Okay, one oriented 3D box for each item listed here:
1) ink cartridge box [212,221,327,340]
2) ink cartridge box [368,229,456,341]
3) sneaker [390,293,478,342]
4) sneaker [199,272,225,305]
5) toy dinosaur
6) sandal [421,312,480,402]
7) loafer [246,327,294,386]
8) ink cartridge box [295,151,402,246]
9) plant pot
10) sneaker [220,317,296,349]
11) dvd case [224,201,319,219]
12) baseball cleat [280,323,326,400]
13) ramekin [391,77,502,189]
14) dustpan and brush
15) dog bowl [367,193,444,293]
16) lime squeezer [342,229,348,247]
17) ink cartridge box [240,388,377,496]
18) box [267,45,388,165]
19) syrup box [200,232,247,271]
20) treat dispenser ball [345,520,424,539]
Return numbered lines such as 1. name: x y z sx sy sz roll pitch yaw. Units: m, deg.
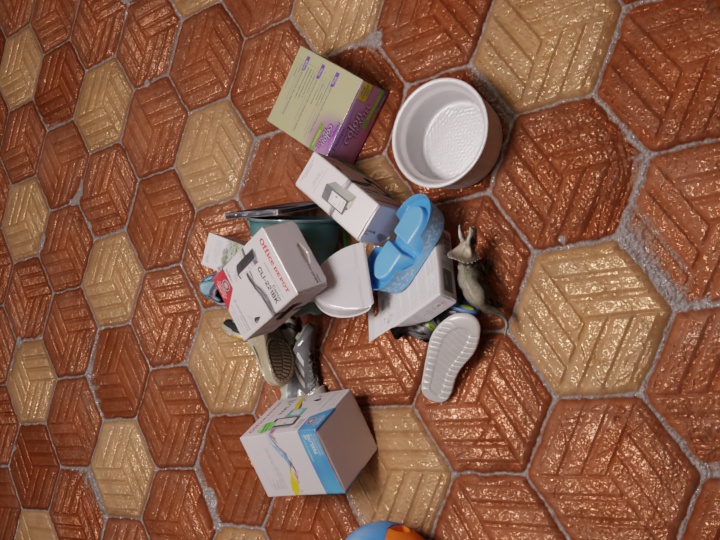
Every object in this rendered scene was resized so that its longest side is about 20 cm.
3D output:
1. ink cartridge box: -0.175 0.021 1.357 0.200 0.084 0.145 -39 75 39
2. ink cartridge box: 0.094 0.033 1.350 0.200 0.057 0.163 -42 36 41
3. sneaker: 0.138 0.092 1.356 0.199 0.071 0.083 -12 96 35
4. sneaker: -0.315 0.042 1.659 0.199 0.095 0.080 8 91 36
5. toy dinosaur: 0.205 0.025 1.282 0.077 0.102 0.201 -19 75 33
6. sandal: 0.161 0.154 1.324 0.082 0.050 0.203 26 120 7
7. loafer: -0.196 0.162 1.509 0.068 0.075 0.201 -44 50 33
8. ink cartridge box: -0.009 -0.139 1.421 0.200 0.145 0.084 42 109 30
9. plant pot: -0.137 -0.012 1.487 0.199 0.200 0.197 6 97 36
10. sneaker: -0.224 0.125 1.610 0.199 0.076 0.088 10 85 27
11. dvd case: -0.162 -0.130 1.500 0.148 0.200 0.016 -1 99 36
12. baseball cleat: -0.107 0.217 1.526 0.106 0.070 0.201 21 104 21
13. ramekin: 0.167 -0.247 1.333 0.200 0.098 0.202 -3 84 35
14. dustpan and brush: -0.070 0.038 1.373 0.199 0.057 0.140 -15 65 13
15. dog bowl: 0.084 -0.044 1.329 0.201 0.049 0.112 -58 30 12
16. lime squeezer: 0.000 0.000 1.472 0.200 0.038 0.071 48 113 29
17. ink cartridge box: -0.103 0.346 1.426 0.199 0.147 0.147 -15 105 34
18. box: -0.071 -0.347 1.513 0.200 0.096 0.177 37 107 33
19. syrup box: -0.267 -0.021 1.638 0.199 0.081 0.079 20 96 35
20. treat dispenser ball: 0.045 0.562 1.297 0.200 0.200 0.202 -3 85 35
